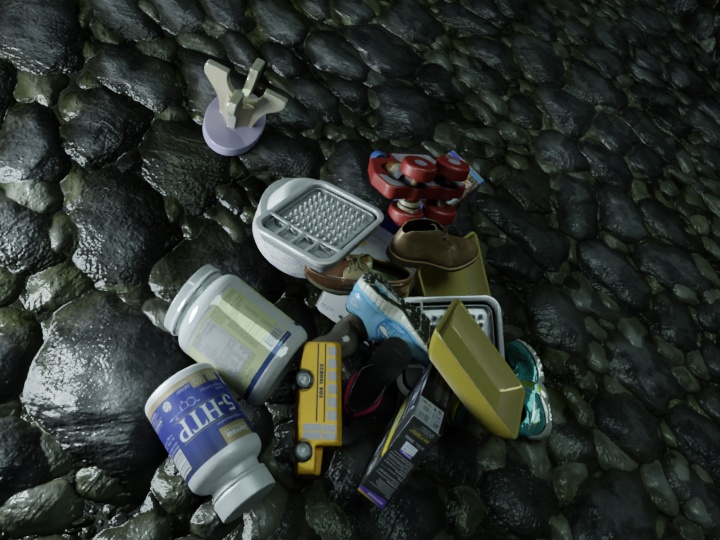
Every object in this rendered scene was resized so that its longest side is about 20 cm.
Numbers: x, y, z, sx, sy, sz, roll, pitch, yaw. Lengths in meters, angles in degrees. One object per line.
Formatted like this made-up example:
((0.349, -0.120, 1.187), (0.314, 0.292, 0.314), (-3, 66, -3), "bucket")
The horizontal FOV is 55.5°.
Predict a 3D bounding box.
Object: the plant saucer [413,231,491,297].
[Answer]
((0.177, 0.053, 1.335), (0.198, 0.048, 0.206), (-30, 111, -41), "plant saucer")

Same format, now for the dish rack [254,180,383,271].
((-0.070, -0.074, 1.196), (0.169, 0.044, 0.200), (27, 44, 21), "dish rack")

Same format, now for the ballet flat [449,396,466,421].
((0.198, 0.199, 1.280), (0.066, 0.068, 0.200), (24, 47, 23), "ballet flat")

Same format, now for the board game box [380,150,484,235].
((0.143, -0.131, 1.439), (0.097, 0.161, 0.199), (43, 48, 11), "board game box")

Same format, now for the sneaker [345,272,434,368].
((0.055, 0.097, 1.175), (0.200, 0.090, 0.079), (44, 25, -4), "sneaker")

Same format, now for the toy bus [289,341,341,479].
((-0.070, 0.220, 1.083), (0.076, 0.065, 0.206), (4, 67, -12), "toy bus")

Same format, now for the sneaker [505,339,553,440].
((0.309, 0.223, 1.309), (0.077, 0.078, 0.205), (3, 53, -14), "sneaker")

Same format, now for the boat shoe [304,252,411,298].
((0.000, 0.000, 1.205), (0.194, 0.074, 0.077), (12, 50, -17), "boat shoe")

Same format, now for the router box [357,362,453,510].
((0.077, 0.247, 1.064), (0.052, 0.159, 0.200), (34, 22, 3), "router box")

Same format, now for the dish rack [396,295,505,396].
((0.156, 0.136, 1.220), (0.193, 0.044, 0.178), (-2, 79, -2), "dish rack")

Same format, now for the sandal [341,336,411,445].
((0.009, 0.194, 1.116), (0.074, 0.202, 0.045), (37, 2, 8), "sandal")

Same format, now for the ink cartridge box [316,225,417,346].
((0.025, 0.023, 1.308), (0.143, 0.084, 0.202), (32, 47, 1), "ink cartridge box")

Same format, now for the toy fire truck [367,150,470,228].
((0.096, -0.171, 1.273), (0.195, 0.115, 0.168), (-5, 34, -34), "toy fire truck")

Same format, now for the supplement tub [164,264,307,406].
((-0.198, 0.101, 1.090), (0.198, 0.146, 0.146), (36, 47, 4), "supplement tub")

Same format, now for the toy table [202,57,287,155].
((-0.251, -0.349, 1.437), (0.179, 0.118, 0.204), (16, 48, -15), "toy table")

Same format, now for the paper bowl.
((-0.103, -0.095, 1.323), (0.195, 0.105, 0.205), (15, 48, -16), "paper bowl")

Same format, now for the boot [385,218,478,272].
((0.144, -0.049, 1.233), (0.195, 0.077, 0.075), (0, 43, -31), "boot")

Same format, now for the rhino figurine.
((-0.047, 0.149, 1.185), (0.198, 0.060, 0.088), (-35, 85, -27), "rhino figurine")

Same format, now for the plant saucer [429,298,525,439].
((0.182, 0.160, 1.103), (0.202, 0.048, 0.200), (53, 22, 1), "plant saucer")

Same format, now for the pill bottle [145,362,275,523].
((-0.212, 0.248, 0.985), (0.118, 0.121, 0.201), (-25, 68, -39), "pill bottle")
